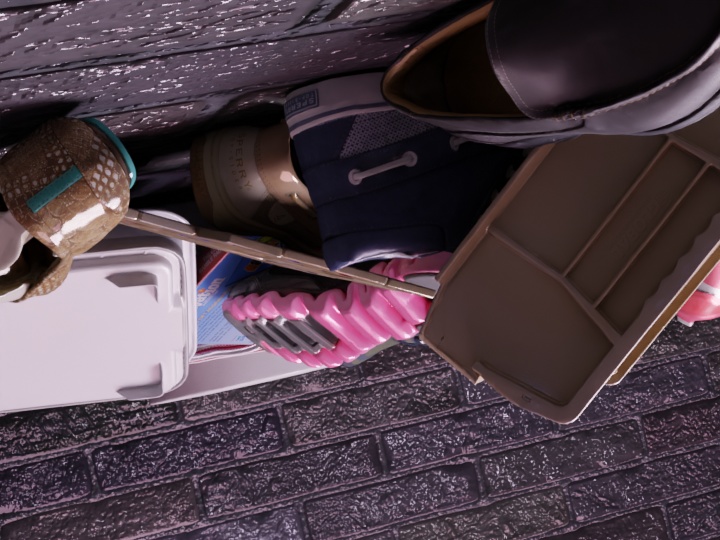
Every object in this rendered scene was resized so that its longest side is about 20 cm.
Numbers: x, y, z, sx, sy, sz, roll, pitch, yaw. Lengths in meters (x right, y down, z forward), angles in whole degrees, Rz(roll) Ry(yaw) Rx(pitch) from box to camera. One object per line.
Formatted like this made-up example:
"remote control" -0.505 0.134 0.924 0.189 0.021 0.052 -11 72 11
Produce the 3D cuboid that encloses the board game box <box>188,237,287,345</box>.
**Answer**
"board game box" -0.058 -0.010 0.983 0.102 0.020 0.200 2 144 -46

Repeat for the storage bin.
"storage bin" 0.137 -0.025 0.746 0.199 0.094 0.200 -53 168 11

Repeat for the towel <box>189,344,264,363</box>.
"towel" -0.138 0.016 1.169 0.145 0.030 0.200 -9 -152 -17

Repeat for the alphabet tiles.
"alphabet tiles" -0.083 -0.017 0.805 0.199 0.008 0.167 15 178 -34

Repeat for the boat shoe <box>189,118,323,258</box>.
"boat shoe" -0.018 -0.047 0.822 0.064 0.072 0.200 -13 176 25

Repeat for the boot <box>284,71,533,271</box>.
"boot" 0.056 -0.056 0.755 0.199 0.091 0.073 -11 177 -28

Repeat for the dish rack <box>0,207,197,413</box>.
"dish rack" -0.201 0.038 0.932 0.198 0.044 0.172 -6 139 -11

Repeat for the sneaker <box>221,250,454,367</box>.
"sneaker" 0.000 0.000 0.943 0.199 0.096 0.079 -12 139 33

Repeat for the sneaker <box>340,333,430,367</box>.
"sneaker" 0.067 0.032 0.979 0.199 0.082 0.074 -23 172 26

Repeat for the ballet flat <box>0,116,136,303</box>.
"ballet flat" -0.167 -0.019 0.699 0.065 0.071 0.200 -40 -177 -29

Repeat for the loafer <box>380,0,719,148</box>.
"loafer" 0.080 -0.084 0.569 0.072 0.073 0.200 -6 173 -27

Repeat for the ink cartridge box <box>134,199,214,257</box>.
"ink cartridge box" -0.192 0.001 1.035 0.199 0.068 0.116 -11 176 -25

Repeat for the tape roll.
"tape roll" -0.113 0.038 1.373 0.201 0.140 0.203 -12 176 -1

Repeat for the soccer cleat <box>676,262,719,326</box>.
"soccer cleat" 0.197 -0.048 1.026 0.066 0.200 0.077 -20 142 -20
